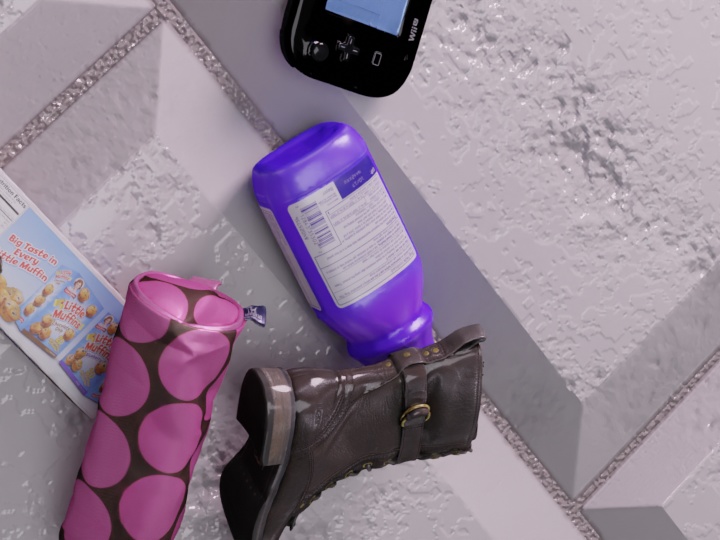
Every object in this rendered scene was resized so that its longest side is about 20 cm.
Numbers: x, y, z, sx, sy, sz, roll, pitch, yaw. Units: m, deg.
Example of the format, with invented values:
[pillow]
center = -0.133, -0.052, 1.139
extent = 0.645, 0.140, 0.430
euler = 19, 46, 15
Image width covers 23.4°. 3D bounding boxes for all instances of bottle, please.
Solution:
[bottle]
center = 0.000, 0.000, 1.198
extent = 0.083, 0.065, 0.201
euler = -34, 111, -17

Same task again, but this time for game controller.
[game controller]
center = 0.012, -0.221, 1.177
extent = 0.104, 0.042, 0.202
euler = 15, 94, -25

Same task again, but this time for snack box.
[snack box]
center = -0.216, 0.004, 1.125
extent = 0.072, 0.024, 0.200
euler = -46, 113, -11

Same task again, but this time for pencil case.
[pencil case]
center = -0.134, 0.102, 1.131
extent = 0.090, 0.094, 0.201
euler = 19, 106, -6

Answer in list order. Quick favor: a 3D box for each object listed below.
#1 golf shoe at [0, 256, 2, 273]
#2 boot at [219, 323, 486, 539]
[golf shoe]
center = -0.304, -0.045, 1.042
extent = 0.200, 0.073, 0.092
euler = 42, 105, -4
[boot]
center = 0.000, 0.127, 1.182
extent = 0.173, 0.069, 0.201
euler = -6, 134, -23
